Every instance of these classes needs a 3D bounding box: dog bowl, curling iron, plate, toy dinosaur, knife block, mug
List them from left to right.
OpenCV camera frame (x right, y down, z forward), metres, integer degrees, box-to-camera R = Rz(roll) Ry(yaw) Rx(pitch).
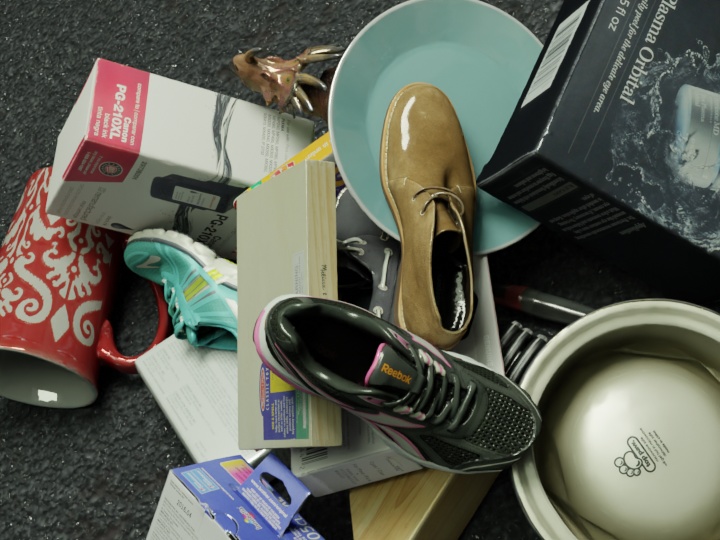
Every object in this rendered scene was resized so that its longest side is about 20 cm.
[{"bbox_3d":[-0.274,0.021,1.102,0.133,0.176,0.201,-36,39,52],"label":"mug"},{"bbox_3d":[0.005,-0.158,0.949,0.199,0.136,0.086,-24,54,5],"label":"toy dinosaur"},{"bbox_3d":[0.069,-0.109,0.873,0.198,0.026,0.202,2,83,-14],"label":"plate"},{"bbox_3d":[0.077,0.139,0.873,0.174,0.064,0.201,-20,54,19],"label":"knife block"},{"bbox_3d":[0.132,0.034,0.929,0.198,0.026,0.050,7,90,24],"label":"curling iron"},{"bbox_3d":[0.200,0.125,0.786,0.198,0.074,0.202,-2,73,7],"label":"dog bowl"}]

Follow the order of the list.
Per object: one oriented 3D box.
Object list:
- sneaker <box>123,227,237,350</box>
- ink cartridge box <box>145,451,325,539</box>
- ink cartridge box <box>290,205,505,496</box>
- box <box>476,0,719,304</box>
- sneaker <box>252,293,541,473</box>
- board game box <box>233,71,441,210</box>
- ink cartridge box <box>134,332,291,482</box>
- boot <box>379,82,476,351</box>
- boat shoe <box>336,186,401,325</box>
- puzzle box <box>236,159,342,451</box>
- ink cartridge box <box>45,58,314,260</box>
[{"bbox_3d":[-0.140,0.024,0.996,0.199,0.078,0.080,27,73,30],"label":"sneaker"},{"bbox_3d":[-0.097,0.235,0.853,0.136,0.076,0.201,38,119,35],"label":"ink cartridge box"},{"bbox_3d":[0.029,0.057,0.881,0.175,0.045,0.201,-19,49,19],"label":"ink cartridge box"},{"bbox_3d":[0.224,-0.109,0.839,0.199,0.117,0.198,28,76,-9],"label":"box"},{"bbox_3d":[0.022,0.074,0.731,0.199,0.086,0.081,20,80,-2],"label":"sneaker"},{"bbox_3d":[-0.002,-0.083,0.948,0.199,0.096,0.030,-32,52,12],"label":"board game box"},{"bbox_3d":[-0.077,0.088,1.006,0.199,0.047,0.160,-33,53,-12],"label":"ink cartridge box"},{"bbox_3d":[0.057,-0.045,0.809,0.073,0.075,0.202,-1,77,-11],"label":"boot"},{"bbox_3d":[0.000,0.000,0.867,0.072,0.063,0.201,-19,49,20],"label":"boat shoe"},{"bbox_3d":[-0.056,0.031,0.842,0.133,0.025,0.202,-16,73,60],"label":"puzzle box"},{"bbox_3d":[-0.158,-0.090,1.006,0.145,0.199,0.085,-39,43,54],"label":"ink cartridge box"}]
